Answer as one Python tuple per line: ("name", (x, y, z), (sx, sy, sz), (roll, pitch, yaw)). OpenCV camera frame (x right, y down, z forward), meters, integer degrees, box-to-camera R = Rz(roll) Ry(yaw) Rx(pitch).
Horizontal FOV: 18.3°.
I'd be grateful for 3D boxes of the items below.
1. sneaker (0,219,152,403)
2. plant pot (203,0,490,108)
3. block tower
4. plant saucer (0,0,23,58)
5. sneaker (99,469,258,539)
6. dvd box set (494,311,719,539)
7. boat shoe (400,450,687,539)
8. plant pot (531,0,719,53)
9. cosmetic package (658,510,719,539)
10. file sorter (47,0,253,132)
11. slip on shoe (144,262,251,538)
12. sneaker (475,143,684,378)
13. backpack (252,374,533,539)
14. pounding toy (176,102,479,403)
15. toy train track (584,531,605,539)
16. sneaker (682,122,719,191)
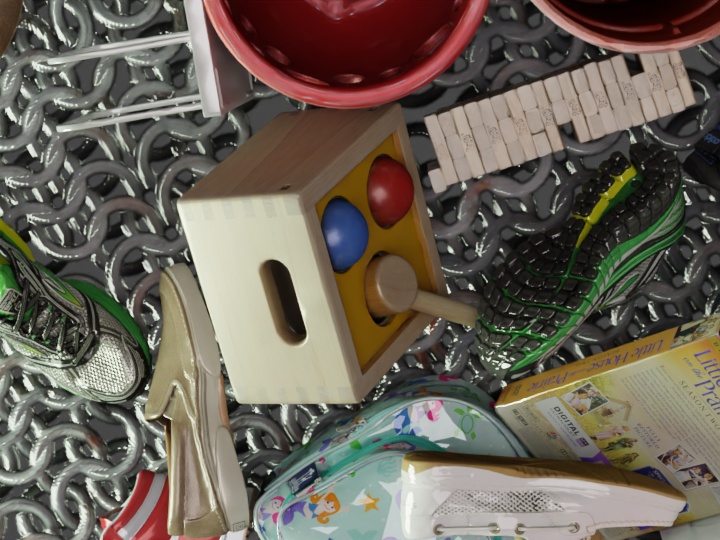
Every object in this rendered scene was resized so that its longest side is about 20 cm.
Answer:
("sneaker", (-0.241, 0.033, 1.634), (0.199, 0.085, 0.078), (35, 98, -3))
("plant pot", (-0.012, -0.222, 1.528), (0.199, 0.183, 0.202), (-1, 103, -2))
("block tower", (0.138, -0.115, 1.608), (0.199, 0.054, 0.058), (-20, 96, 5))
("plant saucer", (-0.346, -0.213, 1.628), (0.198, 0.037, 0.202), (1, 99, 4))
("sneaker", (-0.153, 0.247, 1.667), (0.112, 0.071, 0.202), (15, 91, -3))
("dvd box set", (0.210, 0.111, 1.543), (0.199, 0.029, 0.146), (-23, 117, 41))
("boat shoe", (0.123, 0.166, 1.526), (0.198, 0.071, 0.070), (6, 93, -6))
("plant pot", (0.176, -0.250, 1.509), (0.199, 0.195, 0.203), (0, 97, -4))
("cosmetic package", (0.326, 0.198, 1.571), (0.199, 0.199, 0.124), (-28, 96, 7))
("file sorter", (-0.160, -0.206, 1.569), (0.123, 0.139, 0.202), (-8, 98, 7))
("slip on shoe", (-0.129, 0.095, 1.624), (0.060, 0.076, 0.202), (-11, 84, -8))
("sneaker", (0.164, 0.008, 1.577), (0.200, 0.078, 0.085), (-43, 135, -14))
("backpack", (0.038, 0.179, 1.615), (0.199, 0.151, 0.178), (-34, 96, 2))
("pounding toy", (0.000, 0.000, 1.560), (0.141, 0.184, 0.201), (-2, 115, 31))
("toy train track", (0.169, 0.222, 1.666), (0.114, 0.033, 0.202), (8, 100, 0))
("sneaker", (0.276, -0.113, 1.589), (0.111, 0.077, 0.201), (-24, 103, -3))
